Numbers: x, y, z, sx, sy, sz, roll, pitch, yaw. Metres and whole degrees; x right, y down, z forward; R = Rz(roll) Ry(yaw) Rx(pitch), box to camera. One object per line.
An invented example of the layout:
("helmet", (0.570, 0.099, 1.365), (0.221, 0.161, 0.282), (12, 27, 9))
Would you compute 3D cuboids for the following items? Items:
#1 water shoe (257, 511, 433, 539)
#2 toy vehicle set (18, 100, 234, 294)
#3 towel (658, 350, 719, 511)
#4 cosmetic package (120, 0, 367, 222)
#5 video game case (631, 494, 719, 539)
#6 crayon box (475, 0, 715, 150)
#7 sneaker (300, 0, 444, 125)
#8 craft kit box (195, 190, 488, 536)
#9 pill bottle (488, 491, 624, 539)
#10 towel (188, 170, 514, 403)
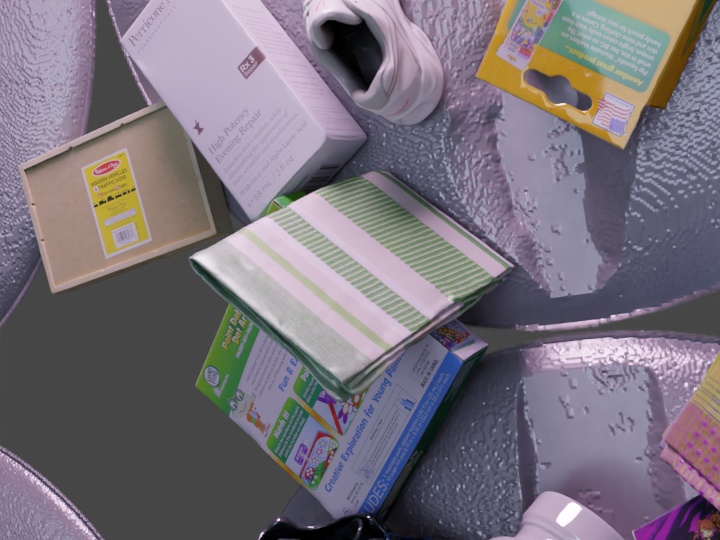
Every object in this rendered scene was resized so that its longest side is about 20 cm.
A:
("water shoe", (0.017, 0.226, 0.876), (0.198, 0.072, 0.079), (-3, 127, 10))
("toy vehicle set", (-0.212, -0.064, 1.035), (0.199, 0.026, 0.125), (-17, 86, 29))
("towel", (0.263, 0.095, 0.645), (0.144, 0.023, 0.200), (-59, 38, 11))
("cosmetic package", (-0.096, -0.146, 0.938), (0.102, 0.074, 0.200), (-45, 75, 24))
("video game case", (0.264, 0.190, 0.650), (0.200, 0.036, 0.182), (-39, 48, 34))
("crayon box", (0.177, -0.199, 0.795), (0.125, 0.051, 0.201), (31, 107, 23))
("sneaker", (-0.013, -0.203, 0.871), (0.078, 0.099, 0.201), (-38, 77, 26))
("craft kit box", (-0.024, 0.076, 0.912), (0.197, 0.048, 0.201), (39, 124, 18))
("pill bottle", (0.101, 0.257, 0.793), (0.116, 0.117, 0.200), (37, 71, 21))
("towel", (0.000, 0.000, 0.832), (0.152, 0.199, 0.024), (39, 135, 20))
